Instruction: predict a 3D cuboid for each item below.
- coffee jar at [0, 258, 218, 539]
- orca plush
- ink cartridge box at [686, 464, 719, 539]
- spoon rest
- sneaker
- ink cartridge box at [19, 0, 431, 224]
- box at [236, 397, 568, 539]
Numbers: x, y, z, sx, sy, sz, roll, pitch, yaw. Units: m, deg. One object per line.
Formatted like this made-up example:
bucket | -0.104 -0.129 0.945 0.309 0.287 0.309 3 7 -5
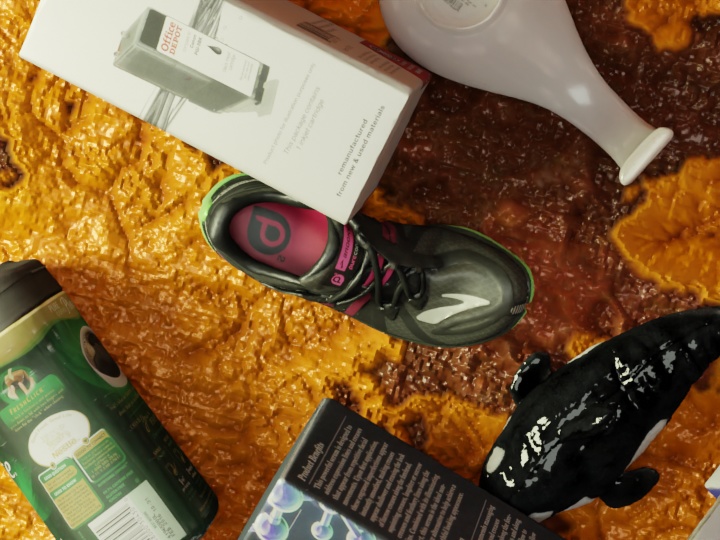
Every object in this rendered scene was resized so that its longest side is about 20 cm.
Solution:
coffee jar | -0.172 0.087 1.178 0.085 0.104 0.200 -36 93 6
orca plush | 0.152 0.087 1.167 0.199 0.071 0.106 -23 95 7
ink cartridge box | 0.291 0.152 1.130 0.200 0.041 0.200 44 63 -2
spoon rest | 0.094 -0.127 1.159 0.200 0.061 0.099 45 98 11
sneaker | 0.000 0.000 1.162 0.199 0.084 0.077 14 99 3
ink cartridge box | -0.070 -0.114 1.122 0.199 0.147 0.083 27 101 2
box | 0.020 0.197 1.158 0.199 0.107 0.149 30 116 1
